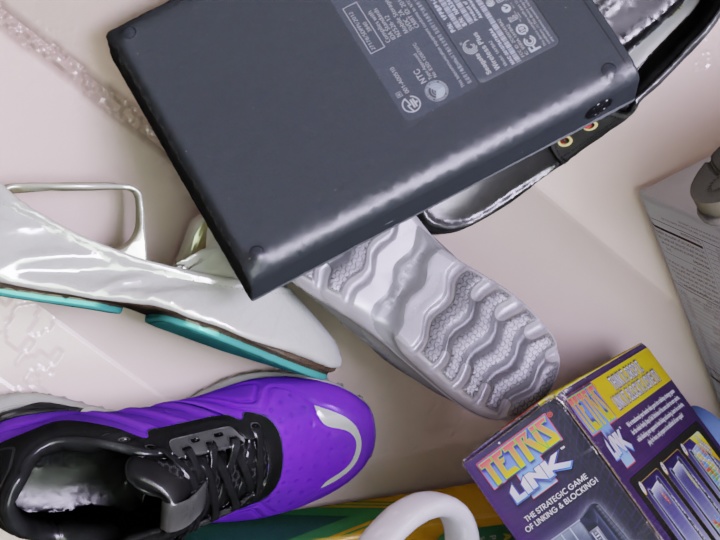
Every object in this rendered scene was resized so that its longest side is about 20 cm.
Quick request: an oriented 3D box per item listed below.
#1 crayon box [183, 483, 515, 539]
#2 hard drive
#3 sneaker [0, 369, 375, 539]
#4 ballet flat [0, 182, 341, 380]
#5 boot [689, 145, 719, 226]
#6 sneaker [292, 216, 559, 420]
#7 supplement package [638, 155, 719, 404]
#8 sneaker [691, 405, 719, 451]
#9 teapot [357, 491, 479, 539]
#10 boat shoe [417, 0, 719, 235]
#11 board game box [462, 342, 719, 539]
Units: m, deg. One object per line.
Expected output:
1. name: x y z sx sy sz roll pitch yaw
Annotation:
1. crayon box: 0.012 0.177 1.125 0.199 0.052 0.127 -6 104 -16
2. hard drive: 0.004 -0.092 1.039 0.199 0.033 0.140 -27 70 -11
3. sneaker: -0.081 0.095 1.052 0.199 0.099 0.070 -5 105 -16
4. ballet flat: -0.095 -0.003 1.052 0.199 0.069 0.070 15 96 -16
5. boot: 0.252 0.009 1.010 0.181 0.073 0.201 -25 113 -9
6. sneaker: 0.000 0.000 1.075 0.075 0.082 0.200 -43 90 -16
7. supplement package: 0.274 0.020 1.126 0.190 0.147 0.201 -26 108 -10
8. sneaker: 0.186 0.168 1.169 0.078 0.070 0.201 -32 110 -17
9. teapot: 0.059 0.191 1.026 0.196 0.200 0.147 26 76 -5
10. boat shoe: 0.093 -0.093 1.093 0.201 0.063 0.074 -44 112 -3
11. board game box: 0.136 0.123 1.035 0.057 0.200 0.166 -39 82 16
